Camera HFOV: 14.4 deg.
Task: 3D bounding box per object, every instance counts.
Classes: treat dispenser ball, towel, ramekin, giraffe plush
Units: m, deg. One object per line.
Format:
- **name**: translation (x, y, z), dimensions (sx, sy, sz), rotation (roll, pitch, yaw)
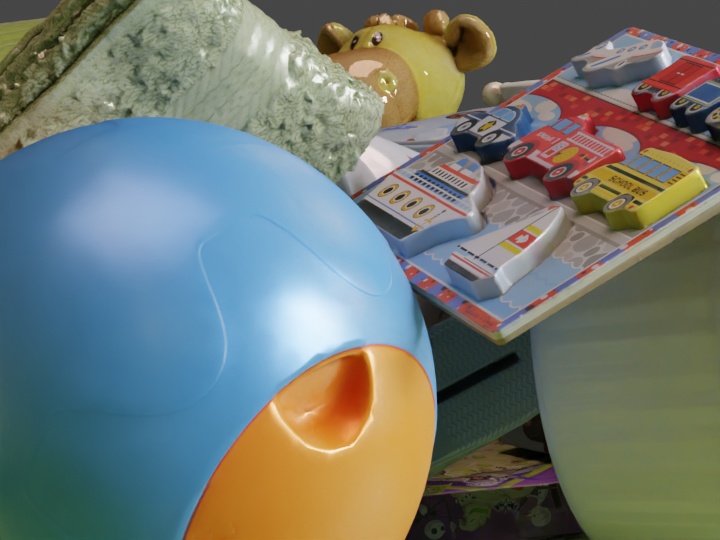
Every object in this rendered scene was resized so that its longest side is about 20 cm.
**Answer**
- **treat dispenser ball**: translation (-0.073, 0.047, 0.990), dimensions (0.200, 0.201, 0.201), rotation (-2, 11, 0)
- **towel**: translation (-0.095, -0.025, 1.084), dimensions (0.148, 0.200, 0.036), rotation (37, 10, -38)
- **ramekin**: translation (0.141, 0.025, 1.093), dimensions (0.098, 0.201, 0.200), rotation (-5, 9, 26)
- **giraffe plush**: translation (0.021, -0.067, 1.639), dimensions (0.172, 0.163, 0.200), rotation (-1, 8, 11)

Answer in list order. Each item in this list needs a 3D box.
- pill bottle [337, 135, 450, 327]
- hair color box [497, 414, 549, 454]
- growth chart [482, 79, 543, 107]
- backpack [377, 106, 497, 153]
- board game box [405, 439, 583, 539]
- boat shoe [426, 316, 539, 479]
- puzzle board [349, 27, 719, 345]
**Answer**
- **pill bottle**: translation (0.000, 0.000, 1.223), dimensions (0.113, 0.114, 0.200), rotation (3, -6, 26)
- **hair color box**: translation (0.147, 0.013, 1.247), dimensions (0.200, 0.099, 0.061), rotation (-14, 17, -42)
- **growth chart**: translation (0.148, -0.036, 1.499), dimensions (0.144, 0.200, 0.018), rotation (5, 52, 35)
- **backpack**: translation (0.082, -0.009, 1.403), dimensions (0.200, 0.154, 0.190), rotation (4, 4, 27)
- **board game box**: translation (0.087, 0.084, 1.224), dimensions (0.200, 0.032, 0.120), rotation (-4, 8, -11)
- **boat shoe**: translation (0.004, 0.066, 1.133), dimensions (0.200, 0.072, 0.062), rotation (-23, -7, 20)
- **puzzle board**: translation (0.075, -0.039, 1.031), dimensions (0.151, 0.017, 0.200), rotation (-31, 19, -10)
